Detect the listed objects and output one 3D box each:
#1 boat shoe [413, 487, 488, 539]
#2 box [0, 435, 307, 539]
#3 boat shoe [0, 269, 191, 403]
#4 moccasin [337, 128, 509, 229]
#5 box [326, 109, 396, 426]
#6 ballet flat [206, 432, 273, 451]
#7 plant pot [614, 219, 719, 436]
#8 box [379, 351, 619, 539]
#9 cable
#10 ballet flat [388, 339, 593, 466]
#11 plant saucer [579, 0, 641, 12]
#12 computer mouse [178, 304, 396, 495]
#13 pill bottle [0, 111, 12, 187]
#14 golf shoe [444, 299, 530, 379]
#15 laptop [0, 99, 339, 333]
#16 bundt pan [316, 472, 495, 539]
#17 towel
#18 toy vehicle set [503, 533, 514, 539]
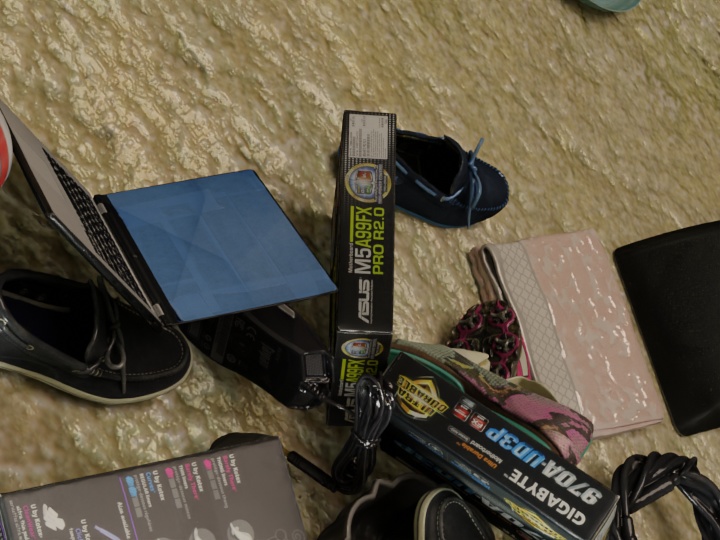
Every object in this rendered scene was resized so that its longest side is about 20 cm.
[{"bbox_3d":[0.099,0.253,1.365,0.074,0.062,0.201,-9,74,-46],"label":"boat shoe"},{"bbox_3d":[-0.146,0.188,1.182,0.199,0.122,0.107,-9,75,-31],"label":"box"},{"bbox_3d":[-0.193,0.044,1.283,0.199,0.062,0.075,18,54,-41],"label":"boat shoe"},{"bbox_3d":[0.070,-0.082,1.633,0.199,0.068,0.081,5,65,-45],"label":"moccasin"},{"bbox_3d":[0.000,0.000,1.451,0.044,0.161,0.201,3,60,-3],"label":"box"},{"bbox_3d":[-0.077,0.207,1.312,0.068,0.068,0.201,31,48,-53],"label":"ballet flat"},{"bbox_3d":[0.406,0.032,1.837,0.199,0.177,0.201,-5,71,-48],"label":"plant pot"},{"bbox_3d":[0.102,0.154,1.409,0.199,0.159,0.046,33,75,15],"label":"box"},{"bbox_3d":[0.271,0.244,1.642,0.163,0.051,0.201,39,47,-17],"label":"cable"},{"bbox_3d":[0.103,0.104,1.498,0.199,0.069,0.071,27,45,29],"label":"ballet flat"},{"bbox_3d":[0.239,-0.367,2.003,0.200,0.027,0.201,24,53,-36],"label":"plant saucer"},{"bbox_3d":[-0.056,0.081,1.386,0.199,0.141,0.046,29,45,20],"label":"computer mouse"},{"bbox_3d":[-0.318,-0.042,1.170,0.116,0.116,0.200,49,42,-15],"label":"pill bottle"},{"bbox_3d":[0.113,0.123,1.575,0.092,0.072,0.201,54,33,-52],"label":"golf shoe"},{"bbox_3d":[-0.142,-0.055,1.291,0.200,0.116,0.187,50,1,-39],"label":"laptop"},{"bbox_3d":[0.033,0.261,1.395,0.201,0.076,0.203,24,54,-36],"label":"bundt pan"},{"bbox_3d":[0.196,0.060,1.714,0.190,0.032,0.201,-6,74,-48],"label":"towel"},{"bbox_3d":[0.201,0.281,1.598,0.200,0.026,0.125,37,46,-26],"label":"toy vehicle set"}]
